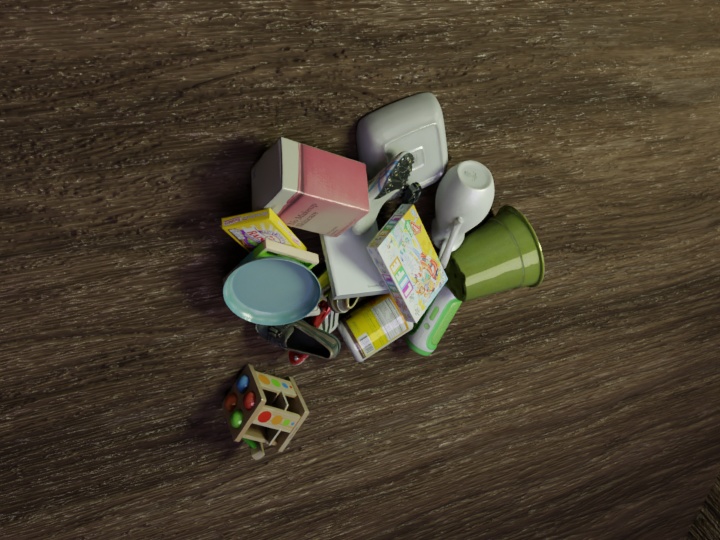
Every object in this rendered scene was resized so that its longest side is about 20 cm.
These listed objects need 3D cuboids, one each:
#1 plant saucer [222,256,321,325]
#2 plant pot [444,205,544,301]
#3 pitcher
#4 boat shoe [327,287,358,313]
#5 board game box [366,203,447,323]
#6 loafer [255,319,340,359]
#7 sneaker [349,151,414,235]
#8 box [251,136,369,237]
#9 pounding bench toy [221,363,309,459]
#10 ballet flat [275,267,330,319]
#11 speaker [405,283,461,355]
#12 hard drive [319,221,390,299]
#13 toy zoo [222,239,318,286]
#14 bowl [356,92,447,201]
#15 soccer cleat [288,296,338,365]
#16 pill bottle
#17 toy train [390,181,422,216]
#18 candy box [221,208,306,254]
[{"bbox_3d":[-0.176,0.037,1.371,0.194,0.028,0.203,-3,138,-3],"label":"plant saucer"},{"bbox_3d":[0.291,-0.020,1.580,0.186,0.201,0.204,-23,130,-14],"label":"plant pot"},{"bbox_3d":[0.209,-0.117,1.461,0.118,0.175,0.202,16,142,-3],"label":"pitcher"},{"bbox_3d":[0.000,0.000,1.460,0.071,0.075,0.204,35,64,-32],"label":"boat shoe"},{"bbox_3d":[0.100,-0.013,1.407,0.135,0.034,0.202,-49,126,-29],"label":"board game box"},{"bbox_3d":[-0.139,0.144,1.486,0.195,0.063,0.074,17,102,6],"label":"loafer"},{"bbox_3d":[0.031,-0.162,1.361,0.201,0.073,0.071,-51,153,23],"label":"sneaker"},{"bbox_3d":[-0.096,-0.154,1.307,0.196,0.112,0.127,11,153,-34],"label":"box"},{"bbox_3d":[-0.248,0.346,1.588,0.154,0.125,0.202,23,109,-37],"label":"pounding bench toy"},{"bbox_3d":[-0.095,0.056,1.478,0.199,0.067,0.067,-40,159,-20],"label":"ballet flat"},{"bbox_3d":[0.188,0.108,1.692,0.087,0.089,0.203,13,114,-34],"label":"speaker"},{"bbox_3d":[-0.016,-0.047,1.413,0.129,0.205,0.027,-5,162,-26],"label":"hard drive"},{"bbox_3d":[-0.193,0.008,1.400,0.129,0.021,0.199,15,143,-37],"label":"toy zoo"},{"bbox_3d":[0.097,-0.241,1.411,0.196,0.075,0.203,-23,131,-12],"label":"bowl"},{"bbox_3d":[-0.096,0.133,1.563,0.084,0.068,0.203,18,105,-47],"label":"soccer cleat"},{"bbox_3d":[0.049,0.118,1.606,0.197,0.110,0.110,-31,131,-6],"label":"pill bottle"},{"bbox_3d":[0.091,-0.124,1.460,0.045,0.034,0.201,-31,163,-27],"label":"toy train"},{"bbox_3d":[-0.183,-0.062,1.335,0.099,0.027,0.200,-13,157,13],"label":"candy box"}]
